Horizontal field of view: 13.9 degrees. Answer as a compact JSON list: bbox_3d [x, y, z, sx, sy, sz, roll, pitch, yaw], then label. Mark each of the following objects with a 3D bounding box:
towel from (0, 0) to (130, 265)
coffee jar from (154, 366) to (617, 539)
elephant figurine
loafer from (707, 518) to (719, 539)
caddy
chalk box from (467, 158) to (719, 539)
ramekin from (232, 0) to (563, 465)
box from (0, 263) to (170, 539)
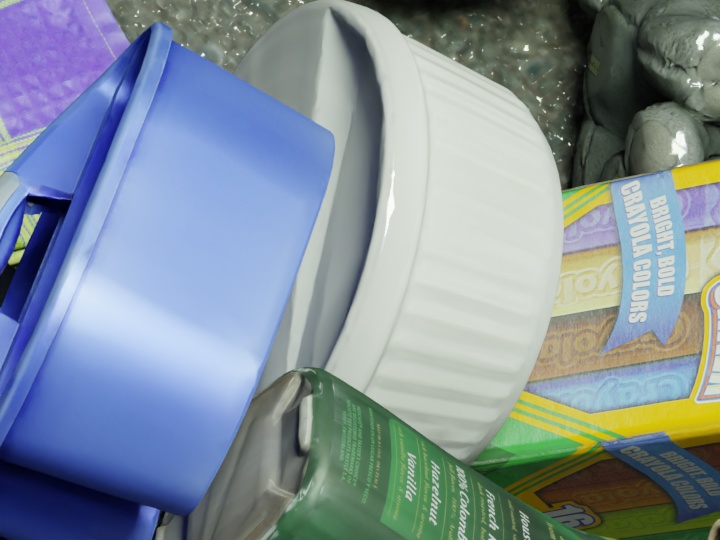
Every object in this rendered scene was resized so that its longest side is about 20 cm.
[{"bbox_3d":[-0.167,-0.097,1.251,0.143,0.023,0.200,-18,72,-28],"label":"towel"},{"bbox_3d":[0.031,0.122,1.073,0.200,0.104,0.085,29,38,-24],"label":"coffee jar"},{"bbox_3d":[0.202,-0.053,1.306,0.199,0.141,0.156,8,87,-15],"label":"elephant figurine"},{"bbox_3d":[0.147,0.179,1.041,0.063,0.072,0.200,21,52,-21],"label":"loafer"},{"bbox_3d":[-0.091,0.008,1.031,0.105,0.141,0.200,25,57,-10],"label":"caddy"},{"bbox_3d":[0.157,0.036,1.183,0.124,0.200,0.124,44,44,-49],"label":"chalk box"},{"bbox_3d":[0.000,0.000,1.166,0.094,0.202,0.203,16,59,-25],"label":"ramekin"},{"bbox_3d":[-0.181,0.072,1.110,0.200,0.107,0.148,43,57,5],"label":"box"}]
